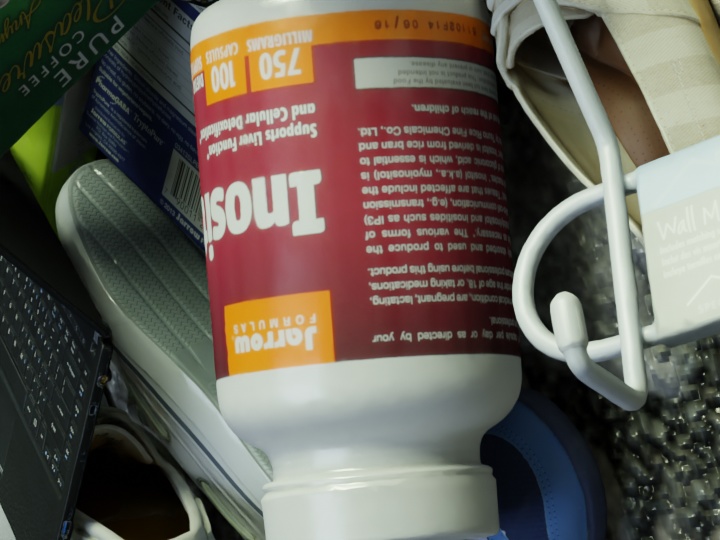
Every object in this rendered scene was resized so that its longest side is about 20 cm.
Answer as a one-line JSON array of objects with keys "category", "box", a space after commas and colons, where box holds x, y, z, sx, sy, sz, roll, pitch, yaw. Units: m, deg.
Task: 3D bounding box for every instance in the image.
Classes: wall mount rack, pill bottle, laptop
[{"category": "wall mount rack", "box": [0.117, -0.056, 0.809, 0.200, 0.075, 0.174, -20, 58, 26]}, {"category": "pill bottle", "box": [0.000, 0.000, 0.947, 0.113, 0.113, 0.200, -14, 79, 52]}, {"category": "laptop", "box": [-0.177, 0.007, 1.082, 0.177, 0.103, 0.200, -125, 44, -52]}]

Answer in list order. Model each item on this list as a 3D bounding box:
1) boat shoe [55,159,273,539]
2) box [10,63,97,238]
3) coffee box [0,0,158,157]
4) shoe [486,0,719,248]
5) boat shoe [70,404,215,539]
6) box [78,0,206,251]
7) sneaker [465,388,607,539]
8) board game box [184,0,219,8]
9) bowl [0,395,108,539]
[{"category": "boat shoe", "box": [-0.076, 0.046, 1.121, 0.200, 0.073, 0.067, 55, 139, 20]}, {"category": "box", "box": [-0.172, -0.109, 1.167, 0.122, 0.048, 0.200, 26, 126, 15]}, {"category": "coffee box", "box": [-0.155, -0.136, 0.977, 0.044, 0.123, 0.200, 40, 175, 35]}, {"category": "shoe", "box": [0.087, -0.073, 0.893, 0.200, 0.053, 0.070, 58, 140, 17]}, {"category": "boat shoe", "box": [-0.108, 0.092, 1.123, 0.200, 0.071, 0.070, -130, 27, -59]}, {"category": "box", "box": [-0.052, -0.109, 1.064, 0.121, 0.032, 0.200, 43, 133, 31]}, {"category": "sneaker", "box": [0.029, 0.126, 1.020, 0.074, 0.082, 0.200, 53, 136, 25]}, {"category": "board game box", "box": [-0.035, -0.129, 0.901, 0.200, 0.105, 0.024, -20, 54, 64]}, {"category": "bowl", "box": [-0.207, 0.101, 1.291, 0.201, 0.090, 0.202, 21, 119, 44]}]
